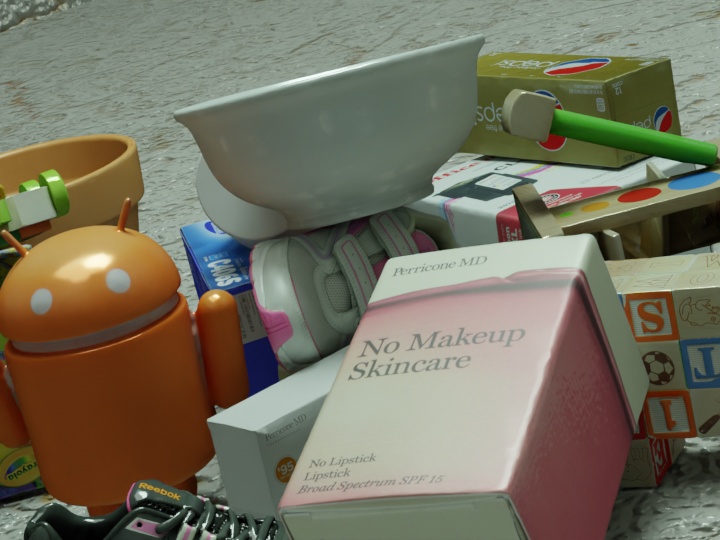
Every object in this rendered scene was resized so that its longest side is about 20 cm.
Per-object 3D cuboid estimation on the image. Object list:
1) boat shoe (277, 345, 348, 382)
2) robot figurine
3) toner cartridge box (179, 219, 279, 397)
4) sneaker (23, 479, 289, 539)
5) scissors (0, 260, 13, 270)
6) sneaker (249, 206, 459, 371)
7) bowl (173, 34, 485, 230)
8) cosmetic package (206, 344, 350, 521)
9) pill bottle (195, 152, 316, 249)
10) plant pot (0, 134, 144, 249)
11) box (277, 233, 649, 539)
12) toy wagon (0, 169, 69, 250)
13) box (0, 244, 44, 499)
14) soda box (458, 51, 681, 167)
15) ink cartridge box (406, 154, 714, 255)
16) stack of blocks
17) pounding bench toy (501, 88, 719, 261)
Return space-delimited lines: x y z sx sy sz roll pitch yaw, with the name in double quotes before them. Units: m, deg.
"boat shoe" 0.036 0.056 1.460 0.199 0.063 0.072 -24 19 -29
"robot figurine" -0.152 0.061 1.354 0.143 0.202 0.116 1 21 40
"toner cartridge box" -0.086 0.030 1.599 0.043 0.096 0.200 -15 17 -7
"sneaker" -0.093 0.152 1.206 0.198 0.087 0.080 -11 18 9
"scissors" -0.178 0.030 1.576 0.014 0.199 0.073 -51 21 16
"sneaker" 0.000 0.000 1.407 0.088 0.082 0.200 -16 11 28
"bowl" -0.009 -0.080 1.407 0.199 0.091 0.201 -14 5 1
"cosmetic package" 0.006 0.089 1.344 0.199 0.083 0.050 -27 20 -37
"pill bottle" -0.047 -0.068 1.595 0.108 0.110 0.200 -10 2 15
"plant pot" -0.257 -0.011 1.800 0.198 0.141 0.200 -12 17 4
"box" 0.058 0.088 1.157 0.127 0.110 0.201 -7 35 25
"toy wagon" -0.272 -0.024 1.522 0.154 0.040 0.200 -21 4 -20
"box" -0.308 0.084 1.555 0.198 0.123 0.193 -15 16 -1
"soda box" 0.141 -0.120 1.660 0.067 0.065 0.199 -20 17 -33
"ink cartridge box" 0.134 -0.032 1.637 0.145 0.084 0.200 -22 18 -25
"stack of blocks" 0.150 0.057 1.266 0.198 0.116 0.059 -5 18 26
"pounding bench toy" 0.180 -0.032 1.384 0.155 0.202 0.124 -15 16 0
